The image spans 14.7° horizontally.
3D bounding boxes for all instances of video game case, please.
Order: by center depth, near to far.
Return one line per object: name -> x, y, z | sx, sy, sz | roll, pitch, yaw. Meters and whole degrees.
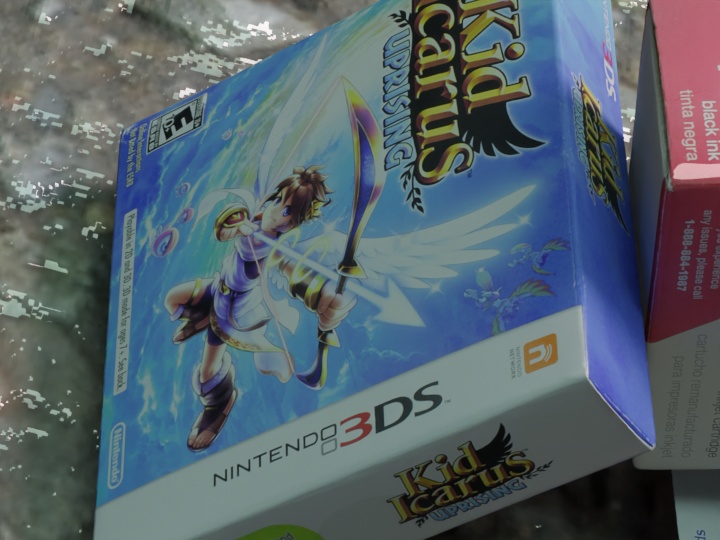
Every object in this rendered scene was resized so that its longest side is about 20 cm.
video game case -> 0.000, 0.000, 0.907 | 0.045, 0.181, 0.201 | 46, 31, -40

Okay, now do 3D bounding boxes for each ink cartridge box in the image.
ink cartridge box -> 0.186, -0.011, 0.883 | 0.199, 0.147, 0.083 | -1, 49, 0

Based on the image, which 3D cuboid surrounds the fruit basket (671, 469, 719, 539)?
fruit basket -> 0.203, 0.051, 0.967 | 0.199, 0.094, 0.186 | 11, 47, -11
